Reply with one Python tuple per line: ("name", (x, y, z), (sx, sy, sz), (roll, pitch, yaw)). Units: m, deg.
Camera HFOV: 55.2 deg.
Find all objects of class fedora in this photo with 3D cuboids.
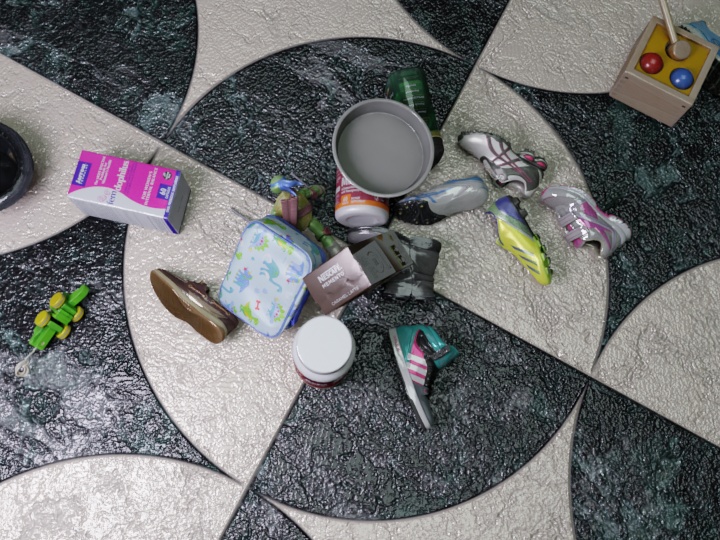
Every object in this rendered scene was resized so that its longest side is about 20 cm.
("fedora", (-0.722, -0.191, 1.337), (0.198, 0.092, 0.203), (1, 75, -4))

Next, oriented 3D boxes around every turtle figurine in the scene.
("turtle figurine", (-0.123, -0.099, 1.369), (0.144, 0.199, 0.195), (-36, 101, -34))

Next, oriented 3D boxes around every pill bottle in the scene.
("pill bottle", (-0.067, 0.148, 1.242), (0.113, 0.200, 0.116), (1, 75, -4))
("pill bottle", (0.005, -0.195, 1.384), (0.108, 0.110, 0.203), (2, 76, -4))

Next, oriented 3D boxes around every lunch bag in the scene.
("lunch bag", (-0.164, 0.014, 1.283), (0.160, 0.082, 0.201), (32, 114, 12))

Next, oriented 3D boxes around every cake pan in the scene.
("cake pan", (0.042, -0.231, 1.322), (0.197, 0.037, 0.203), (2, 76, -8))

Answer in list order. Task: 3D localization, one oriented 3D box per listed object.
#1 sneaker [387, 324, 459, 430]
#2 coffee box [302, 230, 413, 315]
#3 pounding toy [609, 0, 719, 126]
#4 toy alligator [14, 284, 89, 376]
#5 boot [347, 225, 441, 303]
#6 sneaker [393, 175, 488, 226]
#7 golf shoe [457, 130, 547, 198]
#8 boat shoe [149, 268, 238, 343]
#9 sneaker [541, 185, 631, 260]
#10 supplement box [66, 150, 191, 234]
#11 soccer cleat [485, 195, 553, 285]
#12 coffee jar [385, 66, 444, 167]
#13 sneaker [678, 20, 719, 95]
("sneaker", (0.136, 0.191, 1.312), (0.119, 0.084, 0.202), (-18, 76, 1))
("coffee box", (0.000, 0.000, 1.250), (0.114, 0.200, 0.080), (-34, 86, 26))
("pounding toy", (0.654, -0.461, 1.479), (0.183, 0.142, 0.201), (29, 77, 7))
("toy alligator", (-0.587, 0.105, 1.294), (0.054, 0.059, 0.201), (21, 71, 45))
("boot", (0.059, -0.010, 1.366), (0.197, 0.070, 0.133), (11, 83, 6))
("sneaker", (0.163, -0.146, 1.413), (0.197, 0.072, 0.073), (-13, 42, -1))
("golf shoe", (0.288, -0.227, 1.434), (0.198, 0.077, 0.089), (24, 82, 3))
("boat shoe", (-0.319, 0.057, 1.325), (0.199, 0.073, 0.072), (35, 45, 16))
("sneaker", (0.451, -0.097, 1.407), (0.199, 0.081, 0.089), (35, 74, 6))
("supplement box", (-0.448, -0.151, 1.343), (0.197, 0.103, 0.102), (11, 76, 1))
("soccer cleat", (0.325, -0.055, 1.408), (0.083, 0.065, 0.202), (-28, 82, 19))
("coffee jar", (0.112, -0.308, 1.424), (0.084, 0.104, 0.202), (-11, 76, -8))
("sneaker", (0.794, -0.482, 1.536), (0.089, 0.078, 0.201), (-28, 79, -14))
